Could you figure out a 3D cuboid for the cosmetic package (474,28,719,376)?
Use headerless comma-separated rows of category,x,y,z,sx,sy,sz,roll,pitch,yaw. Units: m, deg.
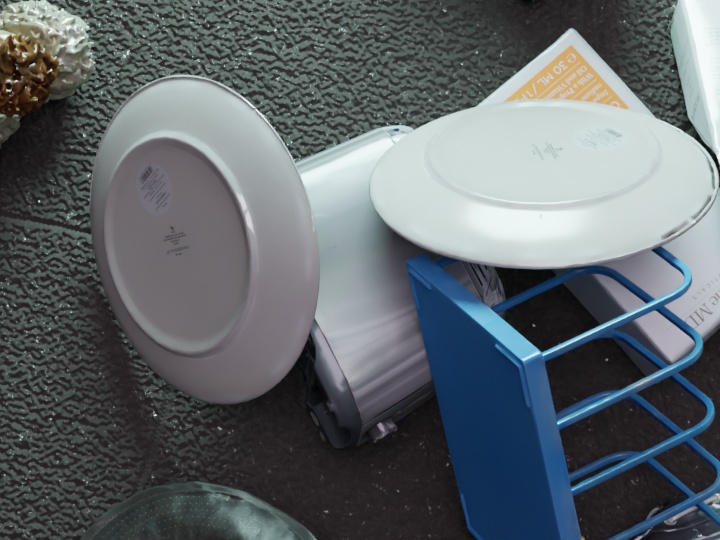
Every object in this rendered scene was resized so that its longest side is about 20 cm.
cosmetic package,0.157,-0.040,1.584,0.101,0.071,0.200,-41,82,-11

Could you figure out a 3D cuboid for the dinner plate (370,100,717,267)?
dinner plate,0.105,-0.059,1.464,0.200,0.200,0.024,-4,120,-3

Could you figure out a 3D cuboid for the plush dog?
plush dog,-0.270,-0.112,1.530,0.200,0.172,0.161,11,77,-1

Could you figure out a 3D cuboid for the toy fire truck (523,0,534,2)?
toy fire truck,0.083,-0.267,1.567,0.129,0.200,0.176,-40,82,-11

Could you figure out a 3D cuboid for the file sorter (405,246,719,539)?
file sorter,0.127,0.080,1.465,0.123,0.139,0.200,-25,123,-17

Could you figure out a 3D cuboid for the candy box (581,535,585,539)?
candy box,0.105,0.267,1.533,0.102,0.026,0.200,-9,77,-4

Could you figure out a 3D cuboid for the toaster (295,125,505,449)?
toaster,0.000,0.000,1.549,0.129,0.114,0.200,-26,75,-12

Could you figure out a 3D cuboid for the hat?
hat,-0.100,0.229,1.498,0.201,0.081,0.201,-6,57,10

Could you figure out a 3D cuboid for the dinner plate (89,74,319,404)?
dinner plate,-0.102,-0.016,1.517,0.024,0.200,0.200,-13,74,-45

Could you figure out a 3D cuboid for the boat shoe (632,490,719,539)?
boat shoe,0.200,0.169,1.539,0.200,0.072,0.068,-23,43,-10

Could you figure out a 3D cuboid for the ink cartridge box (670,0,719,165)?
ink cartridge box,0.290,-0.093,1.583,0.161,0.050,0.200,-4,58,-4
